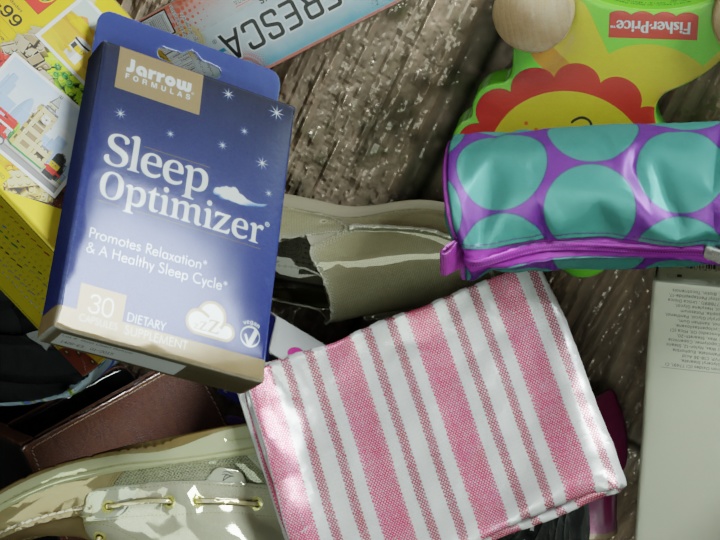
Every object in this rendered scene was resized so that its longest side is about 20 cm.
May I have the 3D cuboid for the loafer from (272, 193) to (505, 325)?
[{"bbox_3d":[0.000,0.000,0.979,0.197,0.069,0.076,5,130,20],"label":"loafer"}]

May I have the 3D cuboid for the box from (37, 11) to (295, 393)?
[{"bbox_3d":[-0.100,-0.044,0.859,0.120,0.202,0.032,16,154,-25],"label":"box"}]

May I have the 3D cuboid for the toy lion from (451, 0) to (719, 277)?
[{"bbox_3d":[0.153,-0.088,0.934,0.197,0.069,0.194,3,115,12],"label":"toy lion"}]

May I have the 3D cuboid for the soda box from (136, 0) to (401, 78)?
[{"bbox_3d":[-0.043,-0.165,0.947,0.198,0.068,0.064,-23,103,20],"label":"soda box"}]

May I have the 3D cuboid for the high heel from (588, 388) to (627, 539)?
[{"bbox_3d":[0.073,0.121,1.015,0.197,0.067,0.097,2,101,16],"label":"high heel"}]

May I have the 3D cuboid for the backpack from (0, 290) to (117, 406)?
[{"bbox_3d":[-0.225,0.009,0.999,0.199,0.153,0.165,4,113,45],"label":"backpack"}]

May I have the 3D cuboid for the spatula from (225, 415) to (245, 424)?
[{"bbox_3d":[-0.024,0.170,1.076,0.199,0.021,0.057,35,125,-2],"label":"spatula"}]

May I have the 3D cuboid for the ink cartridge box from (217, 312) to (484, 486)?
[{"bbox_3d":[-0.012,0.101,0.974,0.199,0.037,0.095,32,135,18],"label":"ink cartridge box"}]

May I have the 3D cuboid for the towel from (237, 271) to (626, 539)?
[{"bbox_3d":[0.039,0.092,0.904,0.198,0.030,0.148,-21,70,0],"label":"towel"}]

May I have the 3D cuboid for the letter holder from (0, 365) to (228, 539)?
[{"bbox_3d":[-0.153,0.166,1.069,0.100,0.141,0.202,9,122,56],"label":"letter holder"}]

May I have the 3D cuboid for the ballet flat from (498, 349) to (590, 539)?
[{"bbox_3d":[0.104,0.138,0.967,0.056,0.066,0.203,9,103,48],"label":"ballet flat"}]

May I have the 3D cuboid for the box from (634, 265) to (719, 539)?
[{"bbox_3d":[0.214,0.093,0.969,0.081,0.068,0.203,6,109,12],"label":"box"}]

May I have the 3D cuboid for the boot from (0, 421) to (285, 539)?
[{"bbox_3d":[-0.123,0.184,0.934,0.197,0.072,0.157,-13,79,-6],"label":"boot"}]

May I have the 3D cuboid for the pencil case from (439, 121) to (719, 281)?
[{"bbox_3d":[0.146,-0.036,0.881,0.197,0.093,0.086,-1,140,12],"label":"pencil case"}]

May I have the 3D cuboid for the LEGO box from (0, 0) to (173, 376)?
[{"bbox_3d":[-0.167,-0.067,0.900,0.200,0.149,0.077,47,142,-7],"label":"LEGO box"}]
